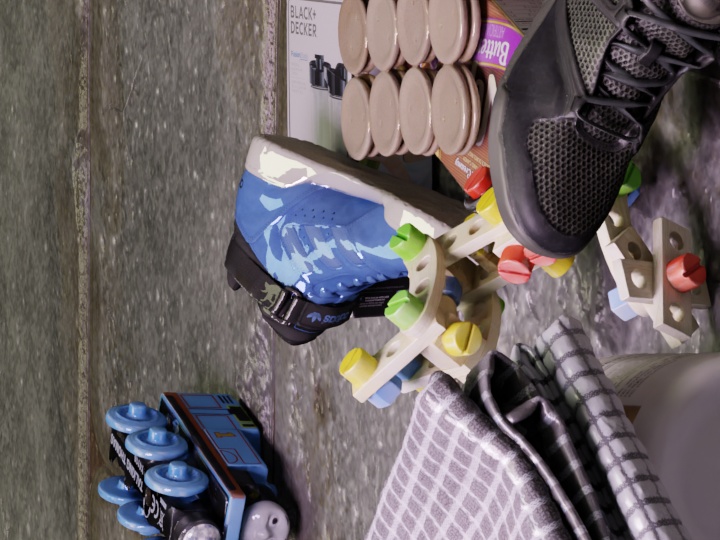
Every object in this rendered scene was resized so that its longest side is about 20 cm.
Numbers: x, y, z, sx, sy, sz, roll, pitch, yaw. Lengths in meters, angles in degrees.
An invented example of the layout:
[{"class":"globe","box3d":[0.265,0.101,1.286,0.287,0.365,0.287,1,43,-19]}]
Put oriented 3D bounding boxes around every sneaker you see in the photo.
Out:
[{"class":"sneaker","box3d":[0.129,-0.102,1.366,0.114,0.076,0.200,-1,64,66]},{"class":"sneaker","box3d":[0.001,0.000,1.686,0.200,0.077,0.111,23,103,33]}]

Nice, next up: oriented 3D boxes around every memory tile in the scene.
[{"class":"memory tile","box3d":[0.027,-0.140,1.618,0.200,0.017,0.154,-175,83,-70]}]

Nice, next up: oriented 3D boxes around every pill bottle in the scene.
[{"class":"pill bottle","box3d":[0.141,0.096,1.366,0.200,0.114,0.115,175,92,-70]}]

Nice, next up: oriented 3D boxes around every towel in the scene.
[{"class":"towel","box3d":[0.073,0.145,1.285,0.200,0.085,0.166,108,144,-51]}]

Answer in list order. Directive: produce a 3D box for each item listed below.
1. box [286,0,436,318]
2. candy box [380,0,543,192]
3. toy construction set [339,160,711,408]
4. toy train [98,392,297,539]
[{"class":"box","box3d":[0.000,-0.077,1.791,0.117,0.060,0.200,-158,67,-67]},{"class":"candy box","box3d":[0.075,-0.114,1.595,0.200,0.056,0.117,-122,35,-54]},{"class":"toy construction set","box3d":[0.087,-0.001,1.457,0.200,0.092,0.131,-14,38,34]},{"class":"toy train","box3d":[-0.119,0.153,2.063,0.200,0.114,0.087,-134,48,-61]}]
